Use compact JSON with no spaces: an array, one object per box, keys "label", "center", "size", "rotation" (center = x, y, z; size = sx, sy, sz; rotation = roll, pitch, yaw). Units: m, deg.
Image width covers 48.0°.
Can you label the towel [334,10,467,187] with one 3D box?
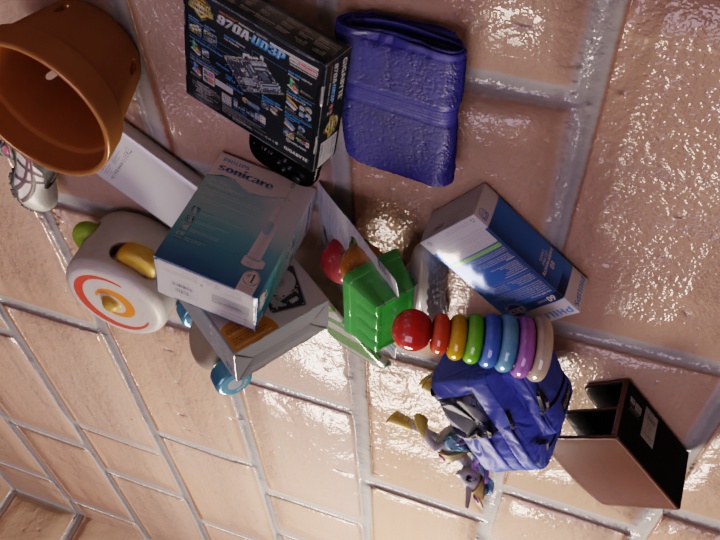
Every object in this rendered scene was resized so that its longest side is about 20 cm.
[{"label":"towel","center":[0.047,-0.191,0.905],"size":[0.147,0.050,0.201],"rotation":[21,146,17]}]

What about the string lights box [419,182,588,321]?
[{"label":"string lights box","center":[0.185,-0.011,1.036],"size":[0.200,0.059,0.103],"rotation":[39,142,-20]}]

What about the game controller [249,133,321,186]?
[{"label":"game controller","center":[-0.085,-0.186,0.989],"size":[0.104,0.042,0.200],"rotation":[23,144,3]}]

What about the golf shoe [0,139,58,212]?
[{"label":"golf shoe","center":[-0.493,-0.157,1.242],"size":[0.087,0.078,0.201],"rotation":[11,143,7]}]

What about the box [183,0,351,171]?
[{"label":"box","center":[-0.111,-0.223,0.907],"size":[0.199,0.046,0.159],"rotation":[33,145,15]}]

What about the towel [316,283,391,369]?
[{"label":"towel","center":[-0.044,0.071,1.256],"size":[0.200,0.023,0.152],"rotation":[50,166,-30]}]

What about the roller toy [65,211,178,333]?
[{"label":"roller toy","center":[-0.377,0.010,1.326],"size":[0.199,0.140,0.183],"rotation":[3,140,27]}]

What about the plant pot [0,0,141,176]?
[{"label":"plant pot","center":[-0.366,-0.237,1.005],"size":[0.199,0.140,0.201],"rotation":[16,143,12]}]

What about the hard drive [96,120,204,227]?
[{"label":"hard drive","center":[-0.315,-0.141,1.196],"size":[0.200,0.026,0.132],"rotation":[37,143,-16]}]

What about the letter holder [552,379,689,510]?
[{"label":"letter holder","center":[0.388,0.271,1.243],"size":[0.142,0.101,0.200],"rotation":[-15,129,45]}]

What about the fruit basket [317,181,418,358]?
[{"label":"fruit basket","center":[0.000,0.000,1.109],"size":[0.200,0.093,0.186],"rotation":[57,160,35]}]

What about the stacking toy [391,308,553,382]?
[{"label":"stacking toy","center":[0.139,0.087,1.028],"size":[0.199,0.086,0.086],"rotation":[8,144,-2]}]

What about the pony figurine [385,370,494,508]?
[{"label":"pony figurine","center":[0.165,0.259,1.310],"size":[0.200,0.193,0.167],"rotation":[46,140,2]}]

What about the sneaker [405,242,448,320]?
[{"label":"sneaker","center":[0.077,0.030,1.147],"size":[0.080,0.077,0.201],"rotation":[22,144,20]}]

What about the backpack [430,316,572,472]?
[{"label":"backpack","center":[0.215,0.190,1.156],"size":[0.167,0.163,0.201],"rotation":[-9,119,40]}]

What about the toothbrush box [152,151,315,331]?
[{"label":"toothbrush box","center":[-0.164,-0.043,1.082],"size":[0.146,0.201,0.085],"rotation":[21,146,4]}]

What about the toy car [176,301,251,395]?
[{"label":"toy car","center":[-0.164,0.079,1.313],"size":[0.199,0.185,0.177],"rotation":[1,130,-41]}]

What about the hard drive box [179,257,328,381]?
[{"label":"hard drive box","center":[-0.163,0.029,1.140],"size":[0.200,0.155,0.077],"rotation":[48,154,26]}]
